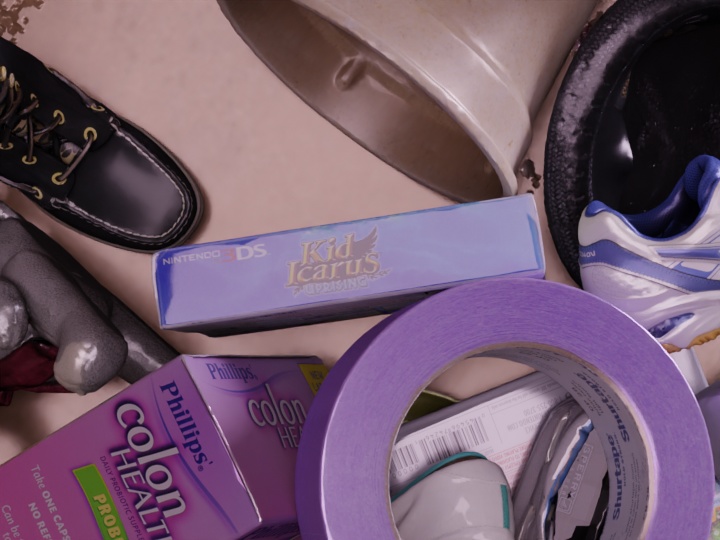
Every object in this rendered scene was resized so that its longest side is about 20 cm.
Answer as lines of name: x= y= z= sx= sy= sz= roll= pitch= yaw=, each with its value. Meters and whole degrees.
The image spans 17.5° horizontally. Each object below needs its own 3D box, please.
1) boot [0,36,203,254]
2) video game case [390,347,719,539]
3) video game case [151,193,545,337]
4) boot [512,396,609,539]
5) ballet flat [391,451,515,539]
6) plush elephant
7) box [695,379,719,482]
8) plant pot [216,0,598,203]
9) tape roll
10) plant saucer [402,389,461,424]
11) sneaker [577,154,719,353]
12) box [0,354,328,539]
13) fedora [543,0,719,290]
boot: x=-0.187 y=-0.078 z=1.299 sx=0.203 sy=0.154 sz=0.074 roll=35 pitch=91 yaw=5
video game case: x=0.119 y=0.146 z=1.307 sx=0.200 sy=0.024 sz=0.182 roll=-21 pitch=87 yaw=-2
video game case: x=0.000 y=0.000 z=1.270 sx=0.200 sy=0.181 sz=0.046 roll=-8 pitch=85 yaw=4
boot: x=0.100 y=0.162 z=1.245 sx=0.073 sy=0.096 sz=0.200 roll=15 pitch=87 yaw=0
ballet flat: x=0.003 y=0.173 z=1.260 sx=0.200 sy=0.069 sz=0.069 roll=-37 pitch=86 yaw=23
plush elephant: x=-0.215 y=0.053 z=1.297 sx=0.200 sy=0.165 sz=0.155 roll=43 pitch=92 yaw=15
box: x=0.290 y=0.058 z=1.254 sx=0.200 sy=0.124 sz=0.098 roll=-32 pitch=88 yaw=-10
plant pot: x=0.054 y=-0.166 z=1.279 sx=0.200 sy=0.200 sz=0.184 roll=36 pitch=80 yaw=5
tape roll: x=0.071 y=0.106 z=1.159 sx=0.200 sy=0.066 sz=0.200 roll=1 pitch=84 yaw=-13
plant saucer: x=0.016 y=0.165 z=1.339 sx=0.200 sy=0.031 sz=0.200 roll=0 pitch=87 yaw=4
sneaker: x=0.210 y=-0.022 z=1.225 sx=0.200 sy=0.075 sz=0.088 roll=-18 pitch=108 yaw=-11
box: x=-0.114 y=0.133 z=1.249 sx=0.200 sy=0.176 sz=0.097 roll=-32 pitch=76 yaw=18
fedora: x=0.176 y=-0.071 z=1.294 sx=0.200 sy=0.092 sz=0.201 roll=-4 pitch=105 yaw=-14
